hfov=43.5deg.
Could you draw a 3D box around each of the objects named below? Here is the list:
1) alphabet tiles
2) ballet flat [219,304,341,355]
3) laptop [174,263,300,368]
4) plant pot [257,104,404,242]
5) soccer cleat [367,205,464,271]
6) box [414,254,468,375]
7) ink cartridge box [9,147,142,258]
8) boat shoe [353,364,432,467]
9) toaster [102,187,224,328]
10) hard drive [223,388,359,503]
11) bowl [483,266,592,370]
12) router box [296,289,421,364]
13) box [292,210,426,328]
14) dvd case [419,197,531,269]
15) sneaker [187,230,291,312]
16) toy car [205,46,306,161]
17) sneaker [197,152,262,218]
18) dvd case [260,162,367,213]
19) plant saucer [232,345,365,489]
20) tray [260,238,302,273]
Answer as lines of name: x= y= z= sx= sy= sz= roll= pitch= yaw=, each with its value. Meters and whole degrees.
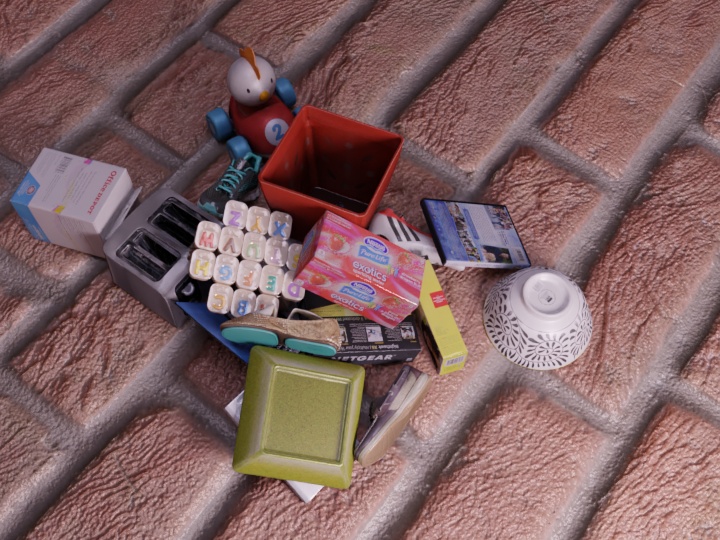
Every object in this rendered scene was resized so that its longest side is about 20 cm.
alphabet tiles: x=-0.183 y=-0.016 z=1.511 sx=0.197 sy=0.015 sz=0.198 roll=14 pitch=72 yaw=-14
ballet flat: x=-0.127 y=0.092 z=1.467 sx=0.197 sy=0.071 sz=0.066 roll=10 pitch=61 yaw=-2
laptop: x=-0.180 y=0.069 z=1.560 sx=0.187 sy=0.116 sz=0.200 roll=37 pitch=65 yaw=18
plant pot: x=-0.051 y=-0.141 z=1.613 sx=0.198 sy=0.177 sz=0.201 roll=19 pitch=55 yaw=11
soccer cleat: x=0.100 y=-0.040 z=1.665 sx=0.199 sy=0.069 sz=0.086 roll=32 pitch=78 yaw=15
box: x=0.128 y=0.077 z=1.589 sx=0.049 sy=0.076 sz=0.202 roll=-14 pitch=60 yaw=-10
ink cartridge box: x=-0.502 y=-0.117 z=1.645 sx=0.198 sy=0.126 sz=0.130 roll=16 pitch=60 yaw=13
boat shoe: x=0.044 y=0.237 z=1.498 sx=0.064 sy=0.072 sz=0.200 roll=29 pitch=60 yaw=21
toaster: x=-0.342 y=-0.030 z=1.611 sx=0.199 sy=0.119 sz=0.181 roll=33 pitch=63 yaw=17
hard drive: x=-0.109 y=0.255 z=1.463 sx=0.132 sy=0.026 sz=0.200 roll=-41 pitch=91 yaw=-23
bowl: x=0.321 y=0.064 z=1.590 sx=0.198 sy=0.095 sz=0.203 roll=1 pitch=59 yaw=-2
router box: x=-0.006 y=0.082 z=1.566 sx=0.197 sy=0.052 sz=0.159 roll=0 pitch=58 yaw=-20
box: x=0.000 y=0.000 z=1.511 sx=0.198 sy=0.095 sz=0.104 roll=26 pitch=52 yaw=-15
dvd case: x=0.212 y=-0.067 z=1.658 sx=0.198 sy=0.018 sz=0.144 roll=2 pitch=54 yaw=-30
sneaker: x=-0.210 y=0.015 z=1.547 sx=0.200 sy=0.070 sz=0.076 roll=44 pitch=74 yaw=-7
toy car: x=-0.198 y=-0.335 z=1.741 sx=0.183 sy=0.201 sz=0.177 roll=-28 pitch=59 yaw=-16
sneaker: x=-0.236 y=-0.163 z=1.659 sx=0.077 sy=0.092 sz=0.200 roll=24 pitch=28 yaw=4
dvd case: x=-0.093 y=-0.155 z=1.740 sx=0.147 sy=0.016 sz=0.201 roll=-23 pitch=58 yaw=-18
plant saucer: x=-0.089 y=0.231 z=1.430 sx=0.197 sy=0.048 sz=0.203 roll=13 pitch=74 yaw=-17
tray: x=-0.086 y=-0.027 z=1.661 sx=0.198 sy=0.022 sz=0.108 roll=-16 pitch=47 yaw=-12
